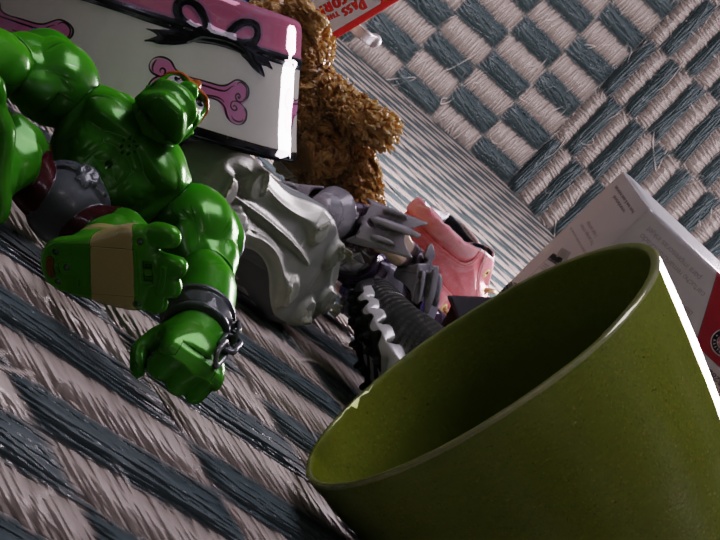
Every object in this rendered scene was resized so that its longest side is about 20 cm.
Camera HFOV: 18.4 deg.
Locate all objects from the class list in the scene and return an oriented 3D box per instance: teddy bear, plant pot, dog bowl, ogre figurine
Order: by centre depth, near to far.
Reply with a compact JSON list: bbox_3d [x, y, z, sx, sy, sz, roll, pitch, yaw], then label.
[{"bbox_3d":[-0.120,-0.042,0.980,0.200,0.098,0.120,29,25,4],"label":"ogre figurine"},{"bbox_3d":[0.107,0.122,1.018,0.200,0.187,0.187,56,5,-11],"label":"plant pot"},{"bbox_3d":[-0.119,-0.120,1.165,0.200,0.074,0.200,17,5,-2],"label":"dog bowl"},{"bbox_3d":[-0.029,-0.094,1.519,0.200,0.067,0.145,59,-34,3],"label":"teddy bear"}]

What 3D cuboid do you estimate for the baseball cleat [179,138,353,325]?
[{"bbox_3d":[-0.075,-0.033,1.248,0.106,0.070,0.200,26,-13,26],"label":"baseball cleat"}]

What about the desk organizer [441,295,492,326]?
[{"bbox_3d":[0.099,0.114,1.316,0.072,0.077,0.200,2,47,-26],"label":"desk organizer"}]

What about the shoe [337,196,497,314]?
[{"bbox_3d":[0.075,0.027,1.633,0.200,0.091,0.071,38,9,-38],"label":"shoe"}]

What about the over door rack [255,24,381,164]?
[{"bbox_3d":[-0.085,-0.186,1.741,0.200,0.148,0.067,49,10,34],"label":"over door rack"}]

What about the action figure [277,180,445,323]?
[{"bbox_3d":[0.000,0.000,1.385,0.130,0.069,0.200,27,-11,26],"label":"action figure"}]

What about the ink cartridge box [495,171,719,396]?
[{"bbox_3d":[0.166,0.058,1.529,0.147,0.200,0.083,41,11,-19],"label":"ink cartridge box"}]

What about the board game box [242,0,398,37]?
[{"bbox_3d":[-0.081,-0.201,1.633,0.152,0.200,0.046,54,-6,51],"label":"board game box"}]

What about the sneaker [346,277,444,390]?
[{"bbox_3d":[0.057,0.068,1.260,0.200,0.090,0.067,-123,-154,-49],"label":"sneaker"}]

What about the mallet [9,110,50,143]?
[{"bbox_3d":[-0.153,-0.053,1.086,0.200,0.041,0.066,35,13,-27],"label":"mallet"}]
